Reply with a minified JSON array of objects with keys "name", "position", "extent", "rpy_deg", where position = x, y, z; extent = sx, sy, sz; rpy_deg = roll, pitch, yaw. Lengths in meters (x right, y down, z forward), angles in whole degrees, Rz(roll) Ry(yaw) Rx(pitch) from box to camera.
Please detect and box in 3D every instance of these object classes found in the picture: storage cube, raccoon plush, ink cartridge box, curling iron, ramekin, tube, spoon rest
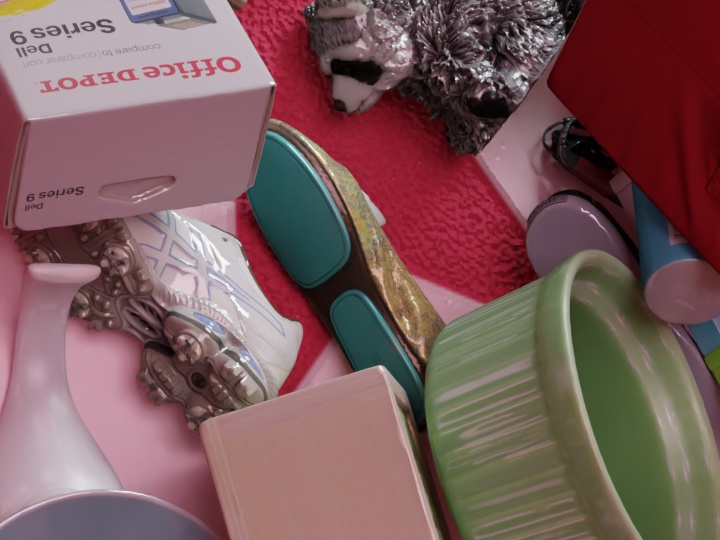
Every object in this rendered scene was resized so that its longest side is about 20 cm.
[{"name":"storage cube","position":[0.242,-0.124,1.458],"extent":[0.199,0.171,0.180],"rpy_deg":[-11,49,-36]},{"name":"raccoon plush","position":[0.056,-0.162,1.544],"extent":[0.134,0.097,0.200],"rpy_deg":[38,63,-2]},{"name":"ink cartridge box","position":[-0.152,-0.125,1.405],"extent":[0.145,0.088,0.200],"rpy_deg":[-10,51,-25]},{"name":"curling iron","position":[0.198,-0.035,1.597],"extent":[0.200,0.026,0.050],"rpy_deg":[34,62,-10]},{"name":"ramekin","position":[0.117,0.098,1.437],"extent":[0.200,0.097,0.201],"rpy_deg":[46,32,-41]},{"name":"tube","position":[0.184,-0.056,1.520],"extent":[0.077,0.050,0.200],"rpy_deg":[31,37,-25]},{"name":"spoon rest","position":[-0.165,0.098,1.400],"extent":[0.099,0.061,0.201],"rpy_deg":[3,86,-20]}]

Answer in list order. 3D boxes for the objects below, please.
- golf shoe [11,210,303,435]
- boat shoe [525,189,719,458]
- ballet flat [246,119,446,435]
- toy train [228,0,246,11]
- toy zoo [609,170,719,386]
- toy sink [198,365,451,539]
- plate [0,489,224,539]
[{"name":"golf shoe","position":[-0.114,-0.003,1.448],"extent":[0.200,0.078,0.097],"rpy_deg":[50,42,-4]},{"name":"boat shoe","position":[0.164,0.038,1.540],"extent":[0.200,0.068,0.057],"rpy_deg":[60,19,-9]},{"name":"ballet flat","position":[0.000,0.000,1.491],"extent":[0.071,0.071,0.200],"rpy_deg":[-28,85,-27]},{"name":"toy train","position":[-0.070,-0.186,1.523],"extent":[0.034,0.046,0.201],"rpy_deg":[30,65,-11]},{"name":"toy zoo","position":[0.226,-0.006,1.565],"extent":[0.131,0.020,0.201],"rpy_deg":[-7,64,-44]},{"name":"toy sink","position":[0.003,0.164,1.378],"extent":[0.112,0.130,0.201],"rpy_deg":[-17,79,4]},{"name":"plate","position":[-0.141,0.213,1.362],"extent":[0.199,0.026,0.201],"rpy_deg":[-1,93,-25]}]
